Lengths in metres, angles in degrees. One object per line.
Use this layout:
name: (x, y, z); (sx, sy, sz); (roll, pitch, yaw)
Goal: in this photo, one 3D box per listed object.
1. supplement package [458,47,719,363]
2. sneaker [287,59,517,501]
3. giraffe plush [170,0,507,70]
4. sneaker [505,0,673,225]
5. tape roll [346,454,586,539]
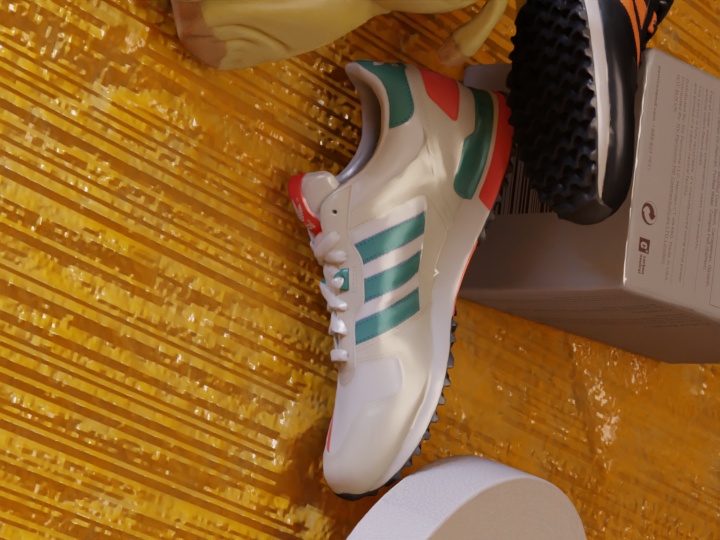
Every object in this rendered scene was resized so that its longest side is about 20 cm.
supplement package: (0.150, -0.026, 1.246); (0.199, 0.116, 0.118); (18, 75, -47)
sneaker: (0.000, 0.000, 1.135); (0.093, 0.070, 0.201); (21, 83, -18)
giraffe plush: (-0.002, -0.194, 1.066); (0.198, 0.173, 0.163); (2, 62, -19)
sneaker: (0.115, -0.119, 1.124); (0.089, 0.070, 0.202); (1, 74, -28)
tape roll: (0.038, 0.185, 1.148); (0.202, 0.037, 0.204); (-26, 124, -46)
